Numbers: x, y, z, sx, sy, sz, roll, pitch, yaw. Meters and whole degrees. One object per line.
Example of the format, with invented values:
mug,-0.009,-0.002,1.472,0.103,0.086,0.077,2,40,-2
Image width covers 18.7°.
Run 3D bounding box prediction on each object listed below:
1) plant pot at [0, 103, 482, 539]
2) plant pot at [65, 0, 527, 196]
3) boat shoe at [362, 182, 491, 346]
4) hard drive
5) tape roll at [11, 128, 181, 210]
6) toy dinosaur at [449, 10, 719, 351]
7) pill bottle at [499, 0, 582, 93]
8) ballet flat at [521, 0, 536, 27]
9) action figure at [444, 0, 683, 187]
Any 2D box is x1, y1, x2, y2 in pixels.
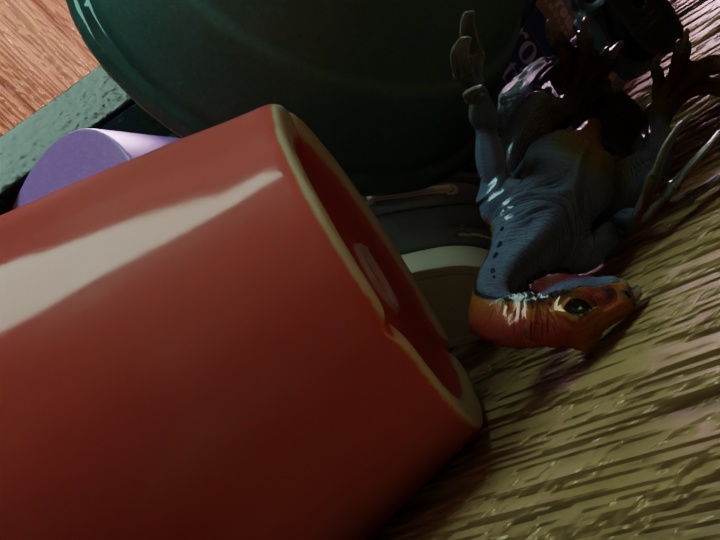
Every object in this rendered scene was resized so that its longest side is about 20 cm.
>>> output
plant pot,-0.065,0.045,0.805,0.177,0.201,0.200,-32,9,7
plant pot,0.006,-0.167,0.873,0.196,0.200,0.200,-58,-2,41
boat shoe,-0.034,0.001,0.920,0.199,0.073,0.062,-6,49,9
hard drive,-0.133,-0.045,1.175,0.200,0.038,0.140,-36,-34,-5
tape roll,-0.113,0.034,1.064,0.200,0.066,0.201,-12,76,56
toy dinosaur,0.087,-0.019,0.839,0.200,0.105,0.182,87,-154,-53
pill bottle,0.068,-0.137,1.267,0.200,0.112,0.112,-49,9,-24
ballet flat,0.015,-0.095,0.994,0.200,0.066,0.057,-48,6,-38
action figure,0.096,-0.090,1.048,0.130,0.069,0.200,-54,6,-10
